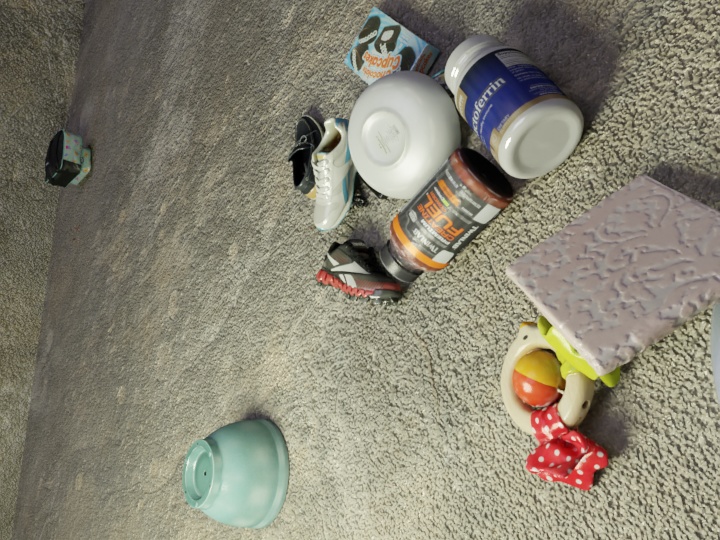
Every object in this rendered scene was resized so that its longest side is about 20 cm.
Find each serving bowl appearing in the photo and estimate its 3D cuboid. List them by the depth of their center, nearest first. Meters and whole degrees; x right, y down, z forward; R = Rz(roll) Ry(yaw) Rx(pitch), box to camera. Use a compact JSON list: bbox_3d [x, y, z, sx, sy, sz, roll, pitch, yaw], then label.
[{"bbox_3d":[0.054,-0.206,0.970,0.200,0.066,0.200,12,111,35],"label":"serving bowl"}]

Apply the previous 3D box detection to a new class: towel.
[{"bbox_3d":[0.275,-0.004,0.643,0.200,0.032,0.191,-34,33,2],"label":"towel"}]

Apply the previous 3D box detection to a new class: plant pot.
[{"bbox_3d":[-0.243,0.374,1.154,0.200,0.134,0.201,-18,65,45],"label":"plant pot"}]

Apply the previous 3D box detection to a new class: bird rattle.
[{"bbox_3d":[0.229,0.142,0.725,0.163,0.112,0.200,-149,64,-61],"label":"bird rattle"}]

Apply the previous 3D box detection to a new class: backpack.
[{"bbox_3d":[-1.167,-0.449,2.488,0.176,0.153,0.200,-30,67,39],"label":"backpack"}]

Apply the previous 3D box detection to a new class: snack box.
[{"bbox_3d":[0.050,-0.381,1.114,0.116,0.037,0.200,-57,43,21],"label":"snack box"}]

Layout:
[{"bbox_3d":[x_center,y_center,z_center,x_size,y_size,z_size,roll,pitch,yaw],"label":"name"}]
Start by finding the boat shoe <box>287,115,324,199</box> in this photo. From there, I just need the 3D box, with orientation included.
[{"bbox_3d":[-0.109,-0.233,1.239,0.075,0.062,0.200,-35,52,40],"label":"boat shoe"}]

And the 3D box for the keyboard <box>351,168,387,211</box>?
[{"bbox_3d":[0.002,-0.185,1.126,0.127,0.021,0.200,-57,42,20],"label":"keyboard"}]

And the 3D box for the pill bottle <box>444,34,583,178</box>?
[{"bbox_3d":[0.196,-0.225,0.833,0.116,0.116,0.200,-50,45,28],"label":"pill bottle"}]

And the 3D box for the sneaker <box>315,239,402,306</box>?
[{"bbox_3d":[0.000,0.000,1.029,0.200,0.071,0.098,20,96,52],"label":"sneaker"}]

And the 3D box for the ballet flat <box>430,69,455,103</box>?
[{"bbox_3d":[0.084,-0.252,1.017,0.200,0.072,0.072,-22,63,46],"label":"ballet flat"}]

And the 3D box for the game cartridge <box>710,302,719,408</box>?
[{"bbox_3d":[0.395,0.076,0.567,0.133,0.040,0.200,-13,69,51],"label":"game cartridge"}]

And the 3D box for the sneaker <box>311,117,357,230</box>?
[{"bbox_3d":[-0.053,-0.170,1.107,0.076,0.081,0.200,17,92,48],"label":"sneaker"}]

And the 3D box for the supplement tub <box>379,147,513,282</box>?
[{"bbox_3d":[0.114,-0.070,0.890,0.200,0.107,0.107,-48,47,30],"label":"supplement tub"}]
